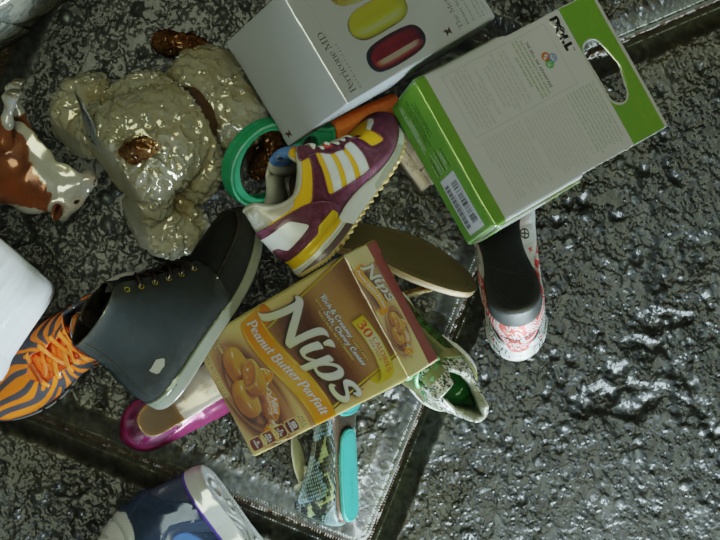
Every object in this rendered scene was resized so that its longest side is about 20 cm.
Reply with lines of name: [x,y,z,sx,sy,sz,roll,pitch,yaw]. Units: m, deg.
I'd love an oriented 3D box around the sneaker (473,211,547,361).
sneaker: [0.136,-0.015,1.387,0.066,0.108,0.203,-7,56,4]

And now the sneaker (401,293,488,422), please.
sneaker: [0.052,0.078,1.333,0.199,0.089,0.077,33,94,-34]

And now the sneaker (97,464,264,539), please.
sneaker: [-0.157,0.294,1.372,0.146,0.081,0.201,-32,96,5]

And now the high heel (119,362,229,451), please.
high heel: [-0.135,0.112,1.389,0.199,0.096,0.068,-33,90,-24]

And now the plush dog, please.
plush dog: [-0.161,-0.137,1.336,0.171,0.160,0.201,-40,93,-26]

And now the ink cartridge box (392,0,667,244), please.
ink cartridge box: [0.153,-0.137,1.323,0.199,0.076,0.149,-29,87,-18]

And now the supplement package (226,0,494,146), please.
supplement package: [0.001,-0.214,1.308,0.199,0.109,0.114,-35,95,-35]

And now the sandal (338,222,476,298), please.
sandal: [0.001,-0.003,1.385,0.210,0.078,0.070,23,118,-7]

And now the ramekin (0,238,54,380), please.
ramekin: [-0.364,-0.003,1.290,0.200,0.200,0.098,39,81,-4]

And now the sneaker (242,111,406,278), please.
sneaker: [-0.030,-0.091,1.292,0.090,0.075,0.201,45,47,-18]

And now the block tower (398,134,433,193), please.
block tower: [0.110,-0.152,1.388,0.199,0.054,0.058,-38,93,-2]

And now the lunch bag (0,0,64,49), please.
lunch bag: [-0.318,-0.280,1.286,0.166,0.200,0.141,-27,96,1]

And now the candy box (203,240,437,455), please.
candy box: [-0.042,0.070,1.274,0.199,0.055,0.116,-30,89,37]

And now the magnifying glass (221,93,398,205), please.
magnifying glass: [-0.043,-0.118,1.348,0.199,0.022,0.080,-28,129,-32]

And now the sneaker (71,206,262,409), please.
sneaker: [-0.164,0.009,1.285,0.106,0.074,0.202,39,64,-29]

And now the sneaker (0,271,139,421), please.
sneaker: [-0.271,0.067,1.336,0.199,0.112,0.078,-39,93,-2]

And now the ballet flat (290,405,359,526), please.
ballet flat: [-0.034,0.137,1.382,0.073,0.074,0.203,5,87,-4]

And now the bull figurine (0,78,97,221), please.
bull figurine: [-0.333,-0.112,1.323,0.197,0.065,0.123,9,112,16]
